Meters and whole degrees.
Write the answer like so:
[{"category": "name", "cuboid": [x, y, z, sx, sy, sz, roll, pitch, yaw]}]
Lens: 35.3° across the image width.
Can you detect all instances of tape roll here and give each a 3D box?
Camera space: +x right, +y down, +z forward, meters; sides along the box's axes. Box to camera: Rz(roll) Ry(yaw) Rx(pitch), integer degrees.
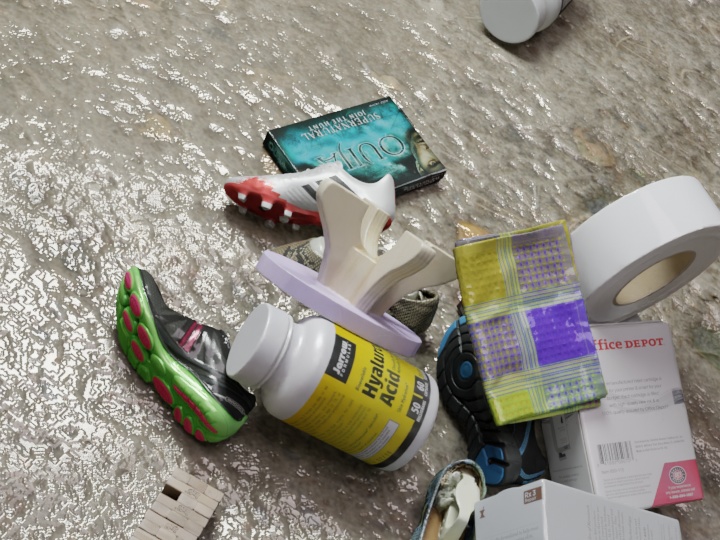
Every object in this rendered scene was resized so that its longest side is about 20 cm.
[{"category": "tape roll", "cuboid": [0.311, -0.017, 1.269, 0.202, 0.203, 0.071, -14, 63, -31]}]

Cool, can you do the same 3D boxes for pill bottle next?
[{"category": "pill bottle", "cuboid": [-0.030, 0.113, 1.138, 0.200, 0.111, 0.111, 29, 48, -20]}, {"category": "pill bottle", "cuboid": [0.263, -0.426, 1.695, 0.113, 0.113, 0.200, 37, 50, 6]}]

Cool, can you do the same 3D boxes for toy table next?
[{"category": "toy table", "cuboid": [0.006, -0.003, 1.176, 0.200, 0.117, 0.184, 29, 7, -37]}]

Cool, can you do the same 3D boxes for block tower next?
[{"category": "block tower", "cuboid": [-0.193, 0.268, 1.015, 0.058, 0.054, 0.200, 29, 49, 0]}]

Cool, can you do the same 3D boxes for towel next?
[{"category": "towel", "cuboid": [0.176, 0.052, 1.169, 0.143, 0.023, 0.200, -7, 82, -23]}]

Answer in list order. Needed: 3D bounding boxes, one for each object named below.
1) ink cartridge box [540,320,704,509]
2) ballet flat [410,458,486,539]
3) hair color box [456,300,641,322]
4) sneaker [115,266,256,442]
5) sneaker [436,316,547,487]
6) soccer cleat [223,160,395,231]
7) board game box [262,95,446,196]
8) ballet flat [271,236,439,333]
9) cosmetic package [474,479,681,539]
[{"category": "ink cartridge box", "cuboid": [0.279, 0.164, 1.246, 0.146, 0.083, 0.200, -2, 76, -25]}, {"category": "ballet flat", "cuboid": [0.084, 0.272, 1.126, 0.074, 0.074, 0.200, 21, 50, -8]}, {"category": "hair color box", "cuboid": [0.229, 0.056, 1.355, 0.200, 0.064, 0.111, -11, 62, -29]}, {"category": "sneaker", "cuboid": [-0.180, 0.082, 1.154, 0.084, 0.077, 0.200, -28, 79, -44]}, {"category": "sneaker", "cuboid": [0.144, 0.146, 1.257, 0.082, 0.073, 0.200, 9, 57, -39]}, {"category": "soccer cleat", "cuboid": [-0.056, -0.091, 1.310, 0.200, 0.069, 0.085, 11, 68, 4]}, {"category": "board game box", "cuboid": [-0.005, -0.142, 1.420, 0.200, 0.028, 0.135, -22, 67, -34]}, {"category": "ballet flat", "cuboid": [0.000, 0.000, 1.284, 0.200, 0.075, 0.068, 28, 24, -2]}, {"category": "cosmetic package", "cuboid": [0.219, 0.272, 1.127, 0.200, 0.102, 0.074, 19, 56, -30]}]
